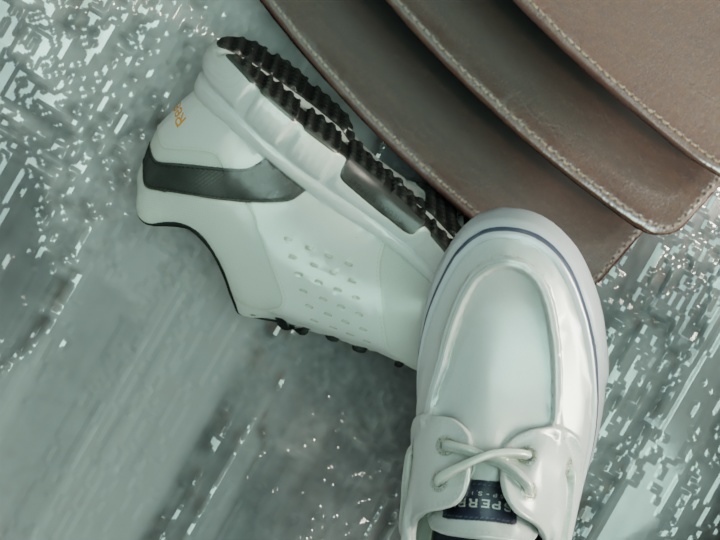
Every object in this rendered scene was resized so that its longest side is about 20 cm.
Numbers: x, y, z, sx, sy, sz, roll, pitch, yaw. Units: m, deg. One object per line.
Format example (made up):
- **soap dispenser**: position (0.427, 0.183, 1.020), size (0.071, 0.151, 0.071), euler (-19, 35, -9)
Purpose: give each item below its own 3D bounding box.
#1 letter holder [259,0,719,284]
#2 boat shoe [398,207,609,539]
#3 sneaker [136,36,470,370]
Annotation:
- **letter holder**: position (0.066, -0.101, 1.018), size (0.200, 0.101, 0.142), euler (44, 82, -9)
- **boat shoe**: position (0.051, 0.080, 0.990), size (0.073, 0.065, 0.201), euler (2, 105, 9)
- **sneaker**: position (0.000, 0.000, 1.045), size (0.200, 0.074, 0.080), euler (41, 105, -6)
